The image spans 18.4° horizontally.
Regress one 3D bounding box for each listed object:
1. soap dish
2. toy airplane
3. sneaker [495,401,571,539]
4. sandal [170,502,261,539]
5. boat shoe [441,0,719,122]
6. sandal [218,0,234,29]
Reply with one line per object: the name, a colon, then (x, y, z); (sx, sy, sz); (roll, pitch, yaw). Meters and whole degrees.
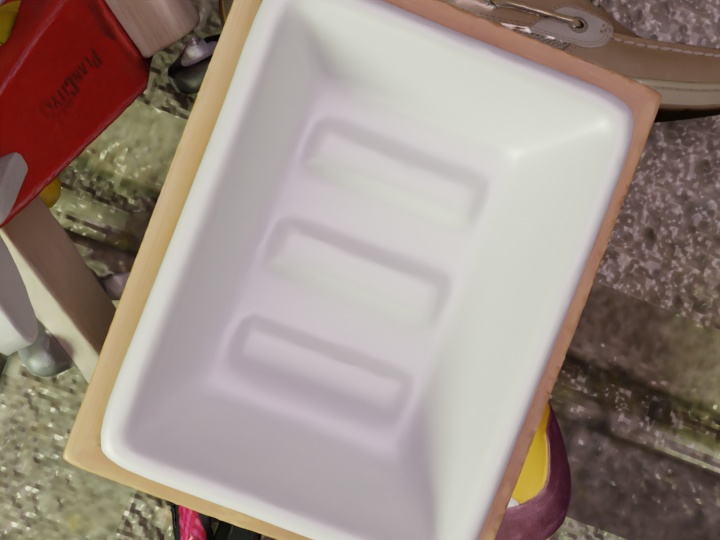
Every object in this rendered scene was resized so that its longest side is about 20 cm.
soap dish: (0.000, 0.000, 0.805); (0.157, 0.081, 0.200); (21, 92, -8)
toy airplane: (-0.148, -0.047, 0.830); (0.199, 0.141, 0.200); (12, 70, -52)
sneaker: (0.028, 0.027, 0.895); (0.075, 0.090, 0.200); (-32, 94, -12)
sandal: (-0.061, 0.100, 0.884); (0.045, 0.075, 0.200); (16, 86, 0)
boat shoe: (0.073, -0.099, 0.923); (0.200, 0.072, 0.065); (6, 87, -6)
sandal: (-0.006, -0.170, 0.850); (0.080, 0.054, 0.200); (13, 81, -13)
